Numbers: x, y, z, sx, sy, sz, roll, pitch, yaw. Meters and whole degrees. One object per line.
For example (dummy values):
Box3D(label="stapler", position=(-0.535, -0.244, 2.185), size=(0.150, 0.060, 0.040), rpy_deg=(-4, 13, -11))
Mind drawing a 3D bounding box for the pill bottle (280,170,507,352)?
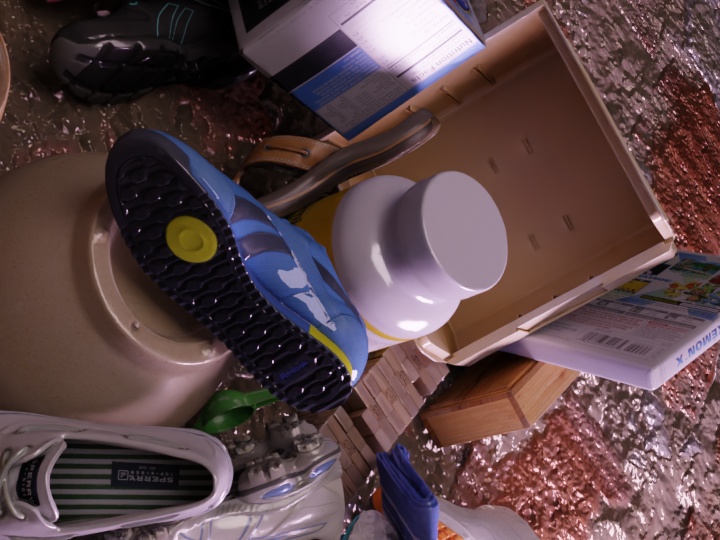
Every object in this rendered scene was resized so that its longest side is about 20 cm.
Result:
Box3D(label="pill bottle", position=(0.000, 0.000, 0.877), size=(0.112, 0.200, 0.112), rpy_deg=(18, 63, -39))

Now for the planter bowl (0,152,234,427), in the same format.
Box3D(label="planter bowl", position=(-0.147, 0.012, 0.779), size=(0.200, 0.135, 0.200), rpy_deg=(19, 62, -39))

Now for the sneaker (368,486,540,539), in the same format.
Box3D(label="sneaker", position=(0.082, 0.210, 0.983), size=(0.200, 0.076, 0.092), rpy_deg=(40, 31, -25))

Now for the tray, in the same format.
Box3D(label="tray", position=(0.142, 0.073, 1.060), size=(0.200, 0.099, 0.037), rpy_deg=(-38, 102, -45))

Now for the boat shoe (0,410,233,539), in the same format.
Box3D(label="boat shoe", position=(-0.170, 0.109, 0.694), size=(0.200, 0.067, 0.074), rpy_deg=(-6, 85, -6))

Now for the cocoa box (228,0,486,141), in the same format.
Box3D(label="cocoa box", position=(-0.016, -0.224, 0.939), size=(0.131, 0.133, 0.200), rpy_deg=(35, 30, -45))

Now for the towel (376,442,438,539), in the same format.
Box3D(label="towel", position=(0.043, 0.226, 0.849), size=(0.024, 0.145, 0.200), rpy_deg=(-8, 97, -8))

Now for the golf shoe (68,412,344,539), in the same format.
Box3D(label="golf shoe", position=(-0.098, 0.168, 0.778), size=(0.200, 0.078, 0.097), rpy_deg=(-19, 112, -14))

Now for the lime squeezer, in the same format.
Box3D(label="lime squeezer", position=(-0.087, 0.126, 0.848), size=(0.071, 0.038, 0.200), rpy_deg=(33, 81, 8))

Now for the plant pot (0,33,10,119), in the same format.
Box3D(label="plant pot", position=(-0.266, -0.074, 0.650), size=(0.186, 0.200, 0.187), rpy_deg=(19, 62, -40))

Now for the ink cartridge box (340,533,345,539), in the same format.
Box3D(label="ink cartridge box", position=(-0.066, 0.265, 0.808), size=(0.200, 0.067, 0.116), rpy_deg=(-26, 94, -47))

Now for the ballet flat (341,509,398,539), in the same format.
Box3D(label="ballet flat", position=(0.003, 0.245, 0.785), size=(0.072, 0.072, 0.200), rpy_deg=(39, 53, -27))

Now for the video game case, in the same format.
Box3D(label="video game case", position=(0.204, 0.027, 1.026), size=(0.182, 0.200, 0.022), rpy_deg=(-30, 117, -35))

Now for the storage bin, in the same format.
Box3D(label="storage bin", position=(0.104, -0.058, 0.964), size=(0.199, 0.200, 0.094), rpy_deg=(64, 15, 14))

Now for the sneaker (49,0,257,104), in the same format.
Box3D(label="sneaker", position=(-0.147, -0.168, 0.902), size=(0.200, 0.075, 0.079), rpy_deg=(-16, 77, -55))

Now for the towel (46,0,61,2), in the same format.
Box3D(label="towel", position=(-0.122, -0.254, 0.873), size=(0.030, 0.200, 0.146), rpy_deg=(73, 13, -60))

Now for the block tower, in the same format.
Box3D(label="block tower", position=(-0.012, 0.116, 0.927), size=(0.058, 0.054, 0.200), rpy_deg=(56, 46, -12))

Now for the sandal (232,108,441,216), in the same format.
Box3D(label="sandal", position=(-0.040, -0.077, 0.904), size=(0.200, 0.082, 0.055), rpy_deg=(-26, 95, -2))

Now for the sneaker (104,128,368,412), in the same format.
Box3D(label="sneaker", position=(-0.066, -0.009, 0.728), size=(0.200, 0.066, 0.078), rpy_deg=(49, 34, -23))
